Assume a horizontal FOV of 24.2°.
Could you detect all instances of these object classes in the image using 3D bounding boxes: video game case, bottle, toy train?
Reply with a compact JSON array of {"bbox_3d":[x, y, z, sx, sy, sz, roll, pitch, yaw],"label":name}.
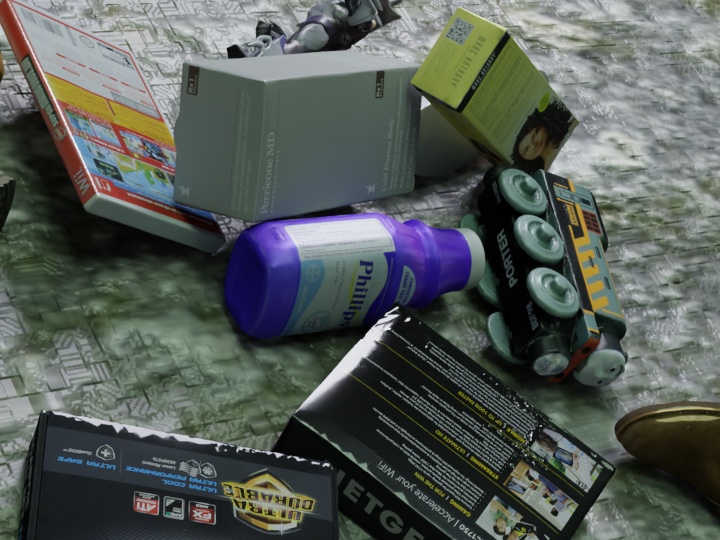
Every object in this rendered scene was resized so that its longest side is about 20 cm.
[{"bbox_3d":[-0.184,-0.107,1.232,0.143,0.017,0.201,20,35,-54],"label":"video game case"},{"bbox_3d":[0.000,0.000,1.229,0.198,0.084,0.065,-5,41,-34],"label":"bottle"},{"bbox_3d":[0.149,0.002,1.316,0.113,0.085,0.201,16,43,-29],"label":"toy train"}]

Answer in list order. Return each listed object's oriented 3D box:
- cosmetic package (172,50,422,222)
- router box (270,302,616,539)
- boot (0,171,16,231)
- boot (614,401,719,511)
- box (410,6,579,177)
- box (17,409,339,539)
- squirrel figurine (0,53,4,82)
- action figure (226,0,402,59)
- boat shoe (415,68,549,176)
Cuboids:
[{"bbox_3d":[-0.044,-0.103,1.247,0.090,0.108,0.199,15,19,32],"label":"cosmetic package"},{"bbox_3d":[0.059,0.131,1.156,0.199,0.051,0.149,37,44,9],"label":"router box"},{"bbox_3d":[-0.351,-0.051,1.107,0.199,0.073,0.182,28,39,9],"label":"boot"},{"bbox_3d":[0.281,0.154,1.249,0.198,0.074,0.076,18,52,-15],"label":"boot"},{"bbox_3d":[0.112,-0.134,1.345,0.050,0.076,0.200,32,0,29],"label":"box"},{"bbox_3d":[-0.109,0.191,1.010,0.198,0.050,0.200,14,43,-16],"label":"box"},{"bbox_3d":[-0.342,-0.183,1.163,0.199,0.142,0.186,33,16,25],"label":"squirrel figurine"},{"bbox_3d":[-0.045,-0.188,1.368,0.070,0.130,0.200,53,47,-9],"label":"action figure"},{"bbox_3d":[0.076,-0.137,1.429,0.069,0.072,0.199,23,37,37],"label":"boat shoe"}]
